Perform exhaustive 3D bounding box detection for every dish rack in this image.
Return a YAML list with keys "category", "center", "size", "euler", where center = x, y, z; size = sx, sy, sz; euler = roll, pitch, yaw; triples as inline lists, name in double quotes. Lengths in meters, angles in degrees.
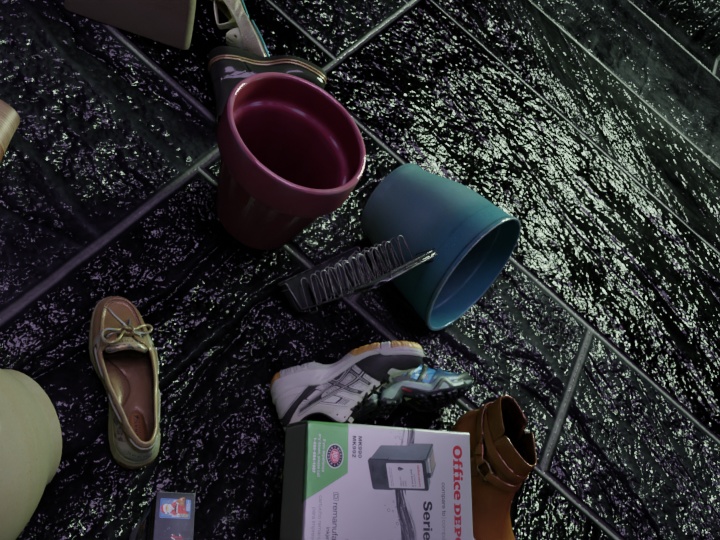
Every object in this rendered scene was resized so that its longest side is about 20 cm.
- category: "dish rack"
  center: [0.000, 0.000, 0.925]
  size: [0.152, 0.198, 0.056]
  euler: [-28, 97, -41]

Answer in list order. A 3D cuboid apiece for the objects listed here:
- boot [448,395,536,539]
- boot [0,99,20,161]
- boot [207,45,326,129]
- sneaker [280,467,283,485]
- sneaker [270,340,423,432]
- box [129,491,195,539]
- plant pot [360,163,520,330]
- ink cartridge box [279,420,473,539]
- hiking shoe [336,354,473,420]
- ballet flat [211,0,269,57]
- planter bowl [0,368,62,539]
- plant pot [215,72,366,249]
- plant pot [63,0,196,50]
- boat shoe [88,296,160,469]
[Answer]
- category: "boot"
  center: [0.177, 0.269, 0.862]
  size: [0.075, 0.156, 0.204]
  euler: [1, 57, -31]
- category: "boot"
  center: [-0.518, -0.165, 0.800]
  size: [0.196, 0.074, 0.158]
  euler: [23, 55, -9]
- category: "boot"
  center: [-0.146, -0.271, 1.116]
  size: [0.194, 0.078, 0.142]
  euler: [1, 63, -18]
- category: "sneaker"
  center: [0.005, 0.235, 0.833]
  size: [0.195, 0.077, 0.077]
  euler: [-4, 60, -33]
- category: "sneaker"
  center: [-0.010, 0.149, 0.852]
  size: [0.195, 0.076, 0.090]
  euler: [-18, 69, 5]
- category: "box"
  center: [-0.184, 0.319, 0.613]
  size: [0.037, 0.137, 0.205]
  euler: [11, 53, -24]
- category: "plant pot"
  center: [0.104, -0.050, 1.035]
  size: [0.188, 0.203, 0.198]
  euler: [42, 44, 23]
- category: "ink cartridge box"
  center: [0.019, 0.242, 0.740]
  size: [0.195, 0.084, 0.150]
  euler: [8, 71, -22]
- category: "hiking shoe"
  center: [0.068, 0.142, 0.941]
  size: [0.195, 0.075, 0.089]
  euler: [1, 58, -31]
- category: "ballet flat"
  center: [-0.210, -0.412, 1.187]
  size: [0.061, 0.068, 0.203]
  euler: [-21, 64, -8]
- category: "planter bowl"
  center: [-0.351, 0.163, 0.604]
  size: [0.201, 0.200, 0.134]
  euler: [49, 20, 9]
- category: "plant pot"
  center: [-0.115, -0.132, 0.951]
  size: [0.195, 0.180, 0.204]
  euler: [17, 51, -21]
- category: "plant pot"
  center: [-0.336, -0.508, 1.085]
  size: [0.195, 0.178, 0.205]
  euler: [12, 53, -24]
- category: "boat shoe"
  center: [-0.254, 0.111, 0.770]
  size: [0.072, 0.063, 0.204]
  euler: [-5, 61, -33]
